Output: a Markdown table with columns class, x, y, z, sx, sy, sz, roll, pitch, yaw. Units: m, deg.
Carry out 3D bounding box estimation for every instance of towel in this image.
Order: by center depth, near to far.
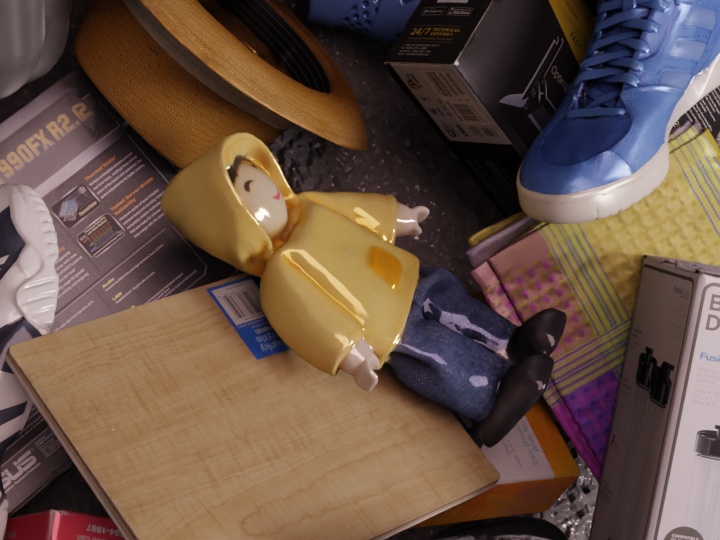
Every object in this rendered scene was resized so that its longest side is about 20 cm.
| class | x | y | z | sx | sy | sz | roll | pitch | yaw |
| --- | --- | --- | --- | --- | --- | --- | --- | --- | --- |
| towel | 0.159 | 0.037 | 1.017 | 0.143 | 0.023 | 0.200 | -31 | 96 | -3 |

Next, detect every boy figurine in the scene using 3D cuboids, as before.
| class | x | y | z | sx | sy | sz | roll | pitch | yaw |
| --- | --- | --- | --- | --- | --- | --- | --- | --- | --- |
| boy figurine | 0.000 | 0.000 | 0.954 | 0.200 | 0.064 | 0.124 | 34 | 43 | -6 |

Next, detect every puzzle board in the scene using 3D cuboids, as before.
| class | x | y | z | sx | sy | sz | roll | pitch | yaw |
| --- | --- | --- | --- | --- | --- | --- | --- | --- | --- |
| puzzle board | -0.046 | 0.071 | 0.914 | 0.200 | 0.017 | 0.151 | -18 | 62 | -44 |

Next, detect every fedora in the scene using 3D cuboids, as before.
| class | x | y | z | sx | sy | sz | roll | pitch | yaw |
| --- | --- | --- | --- | --- | --- | --- | --- | --- | --- |
| fedora | -0.085 | -0.107 | 1.012 | 0.201 | 0.201 | 0.082 | 46 | 104 | 0 |

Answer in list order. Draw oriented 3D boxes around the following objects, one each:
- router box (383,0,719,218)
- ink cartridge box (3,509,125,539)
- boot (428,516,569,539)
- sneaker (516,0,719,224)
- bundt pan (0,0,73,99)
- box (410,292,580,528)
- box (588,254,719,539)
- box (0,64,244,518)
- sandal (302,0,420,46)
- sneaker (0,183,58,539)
| class | x | y | z | sx | sy | sz | roll | pitch | yaw |
| --- | --- | --- | --- | --- | --- | --- | --- | --- | --- |
| router box | 0.115 | -0.105 | 1.058 | 0.200 | 0.052 | 0.158 | 49 | 62 | -37 |
| ink cartridge box | -0.108 | 0.223 | 0.915 | 0.145 | 0.083 | 0.201 | 17 | 72 | -30 |
| boot | 0.061 | 0.147 | 0.944 | 0.164 | 0.200 | 0.066 | -14 | 79 | -19 |
| sneaker | 0.129 | -0.115 | 0.975 | 0.200 | 0.077 | 0.112 | -44 | 130 | -37 |
| bundt pan | -0.231 | -0.123 | 0.959 | 0.201 | 0.202 | 0.076 | -14 | 116 | -19 |
| box | 0.002 | 0.071 | 0.987 | 0.199 | 0.042 | 0.119 | -3 | 53 | -33 |
| box | 0.157 | 0.098 | 0.952 | 0.060 | 0.117 | 0.201 | 10 | 92 | -6 |
| box | -0.167 | 0.016 | 0.998 | 0.200 | 0.048 | 0.158 | -41 | 88 | -22 |
| sandal | 0.002 | -0.158 | 1.088 | 0.087 | 0.080 | 0.200 | -35 | 78 | -18 |
| sneaker | -0.217 | 0.045 | 0.906 | 0.129 | 0.079 | 0.200 | 15 | 82 | -21 |
